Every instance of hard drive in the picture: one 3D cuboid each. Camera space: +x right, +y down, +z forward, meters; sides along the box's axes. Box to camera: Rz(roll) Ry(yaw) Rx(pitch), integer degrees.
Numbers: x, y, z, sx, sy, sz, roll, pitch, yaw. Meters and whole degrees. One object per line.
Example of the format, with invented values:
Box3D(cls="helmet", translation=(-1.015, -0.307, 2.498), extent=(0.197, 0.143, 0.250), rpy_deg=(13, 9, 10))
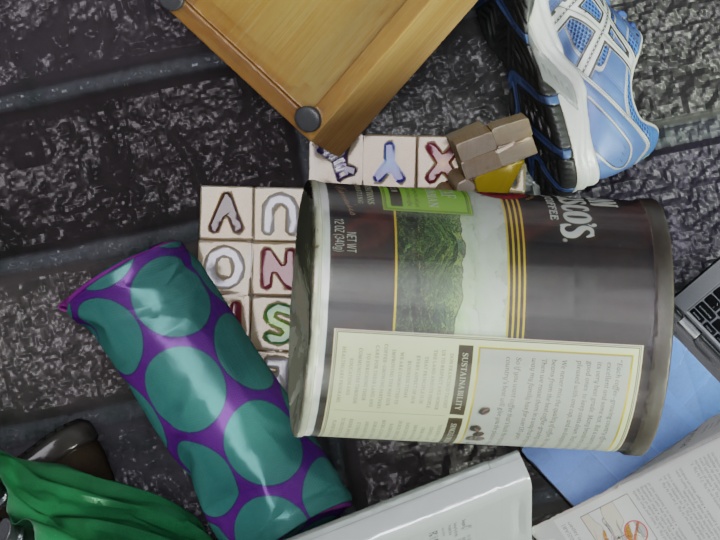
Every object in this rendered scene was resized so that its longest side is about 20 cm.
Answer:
Box3D(cls="hard drive", translation=(0.004, 0.169, 1.616), extent=(0.199, 0.132, 0.026), rpy_deg=(-21, 68, -5))

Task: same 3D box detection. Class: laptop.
Box3D(cls="laptop", translation=(0.231, 0.104, 1.632), extent=(0.187, 0.200, 0.116), rpy_deg=(46, 56, 1))

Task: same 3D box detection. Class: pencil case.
Box3D(cls="pencil case", translation=(-0.092, 0.080, 1.648), extent=(0.092, 0.085, 0.200), rpy_deg=(-32, 90, 39))

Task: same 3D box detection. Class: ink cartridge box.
Box3D(cls="ink cartridge box", translation=(0.224, 0.171, 1.634), extent=(0.200, 0.050, 0.161), rpy_deg=(-30, 95, 37))

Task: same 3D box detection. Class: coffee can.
Box3D(cls="coffee can", translation=(0.064, 0.027, 1.561), extent=(0.199, 0.146, 0.147), rpy_deg=(3, 89, -6))

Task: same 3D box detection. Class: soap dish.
Box3D(cls="soap dish", translation=(-0.015, -0.183, 1.625), extent=(0.157, 0.081, 0.200), rpy_deg=(43, 116, 2))

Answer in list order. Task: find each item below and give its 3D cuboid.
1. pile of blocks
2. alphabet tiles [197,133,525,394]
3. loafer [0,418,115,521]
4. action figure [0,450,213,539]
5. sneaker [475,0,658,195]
Box3D(cls="pile of blocks", translation=(0.052, -0.005, 1.660), extent=(0.082, 0.062, 0.200), rpy_deg=(32, 97, -11))
Box3D(cls="alphabet tiles", translation=(0.000, 0.000, 1.691), extent=(0.199, 0.008, 0.168), rpy_deg=(2, 89, 1))
Box3D(cls="loafer", translation=(-0.225, 0.174, 1.658), extent=(0.200, 0.073, 0.071), rpy_deg=(-39, 86, 0))
Box3D(cls="action figure", translation=(-0.139, 0.163, 1.619), extent=(0.055, 0.200, 0.118), rpy_deg=(-47, 47, 23))
Box3D(cls="sneaker", translation=(0.121, -0.147, 1.668), extent=(0.077, 0.076, 0.201), rpy_deg=(-13, 89, -21))
